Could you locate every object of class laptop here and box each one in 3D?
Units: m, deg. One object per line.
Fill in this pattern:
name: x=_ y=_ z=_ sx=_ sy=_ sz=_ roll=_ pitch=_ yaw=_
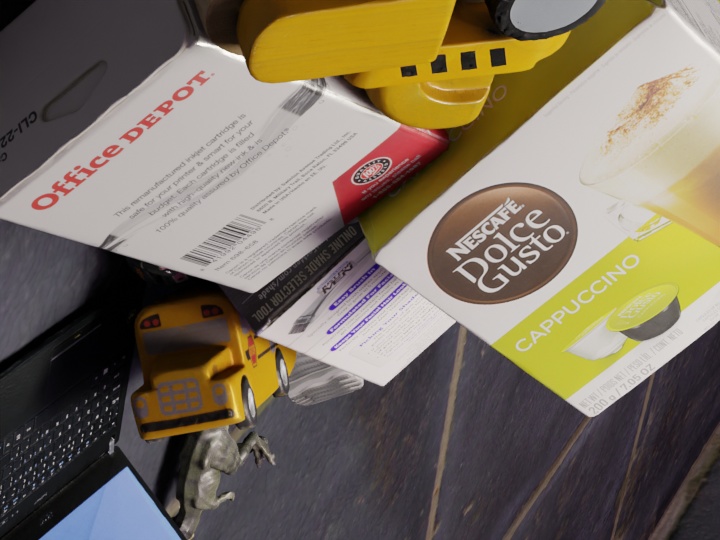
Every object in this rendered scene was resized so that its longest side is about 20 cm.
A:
laptop: x=-0.150 y=0.135 z=1.261 sx=0.177 sy=0.103 sz=0.200 roll=-40 pitch=149 yaw=-55

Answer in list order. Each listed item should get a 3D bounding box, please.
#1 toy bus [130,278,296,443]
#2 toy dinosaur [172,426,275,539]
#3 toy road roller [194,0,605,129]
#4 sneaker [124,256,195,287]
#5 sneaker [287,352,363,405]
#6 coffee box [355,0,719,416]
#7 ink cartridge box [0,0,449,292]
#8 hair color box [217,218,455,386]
toy bus: x=-0.088 y=0.049 z=1.295 sx=0.200 sy=0.065 sz=0.078 roll=-38 pitch=118 yaw=-79
toy dinosaur: x=-0.097 y=0.111 z=1.483 sx=0.088 sy=0.047 sz=0.200 roll=-27 pitch=134 yaw=-53
toy road roller: x=0.008 y=-0.131 z=0.985 sx=0.200 sy=0.123 sz=0.146 roll=-8 pitch=149 yaw=-20
sneaker: x=-0.109 y=-0.027 z=1.226 sx=0.086 sy=0.080 sz=0.200 roll=-61 pitch=159 yaw=16
sneaker: x=-0.049 y=0.037 z=1.497 sx=0.075 sy=0.082 sz=0.200 roll=-19 pitch=163 yaw=-1
coffee box: x=0.113 y=-0.082 z=1.180 sx=0.200 sy=0.200 sz=0.198 roll=-41 pitch=129 yaw=17
ink cartridge box: x=-0.077 y=-0.076 z=1.044 sx=0.144 sy=0.084 sz=0.200 roll=-36 pitch=151 yaw=25
hair color box: x=0.000 y=0.000 z=1.296 sx=0.109 sy=0.065 sz=0.200 roll=-42 pitch=158 yaw=8
